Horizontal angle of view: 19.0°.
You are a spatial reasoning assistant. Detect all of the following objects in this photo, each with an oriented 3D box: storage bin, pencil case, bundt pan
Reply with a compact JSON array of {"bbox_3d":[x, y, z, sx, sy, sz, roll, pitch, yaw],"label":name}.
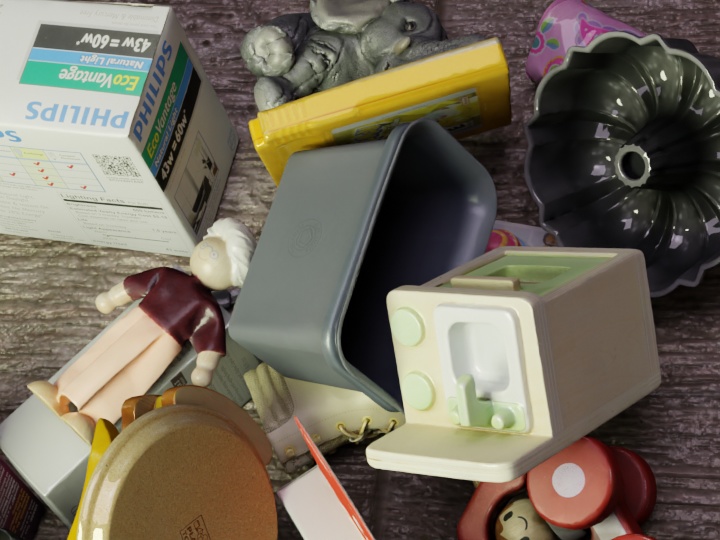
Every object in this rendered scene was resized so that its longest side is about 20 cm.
[{"bbox_3d":[0.000,0.000,1.586,0.134,0.145,0.201,2,65,41],"label":"storage bin"},{"bbox_3d":[0.223,-0.142,1.722,0.200,0.088,0.087,36,75,29],"label":"pencil case"},{"bbox_3d":[0.224,-0.086,1.626,0.201,0.203,0.076,34,32,28],"label":"bundt pan"}]

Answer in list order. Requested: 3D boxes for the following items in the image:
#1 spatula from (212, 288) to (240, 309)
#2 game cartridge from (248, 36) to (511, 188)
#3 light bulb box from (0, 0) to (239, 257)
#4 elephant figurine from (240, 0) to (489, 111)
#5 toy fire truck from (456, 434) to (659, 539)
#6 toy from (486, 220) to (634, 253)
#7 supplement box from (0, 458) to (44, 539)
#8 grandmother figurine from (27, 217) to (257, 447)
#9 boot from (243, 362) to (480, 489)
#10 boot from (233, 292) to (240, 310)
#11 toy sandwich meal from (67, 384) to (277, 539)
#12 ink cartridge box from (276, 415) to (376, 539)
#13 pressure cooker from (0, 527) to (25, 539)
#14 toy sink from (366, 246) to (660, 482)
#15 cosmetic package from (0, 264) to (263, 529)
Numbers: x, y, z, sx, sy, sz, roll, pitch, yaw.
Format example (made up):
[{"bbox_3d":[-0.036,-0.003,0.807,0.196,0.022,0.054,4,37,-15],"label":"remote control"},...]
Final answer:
[{"bbox_3d":[-0.093,0.016,1.750,0.198,0.021,0.057,-19,58,5],"label":"spatula"},{"bbox_3d":[0.019,-0.116,1.657,0.198,0.176,0.033,-19,79,2],"label":"game cartridge"},{"bbox_3d":[-0.228,-0.118,1.754,0.197,0.200,0.126,7,64,17],"label":"light bulb box"},{"bbox_3d":[0.012,-0.178,1.769,0.199,0.141,0.156,-24,73,8],"label":"elephant figurine"},{"bbox_3d":[0.145,0.214,1.527,0.168,0.112,0.201,-36,68,14],"label":"toy fire truck"},{"bbox_3d":[0.107,0.004,1.689,0.198,0.047,0.116,12,64,20],"label":"toy"},{"bbox_3d":[-0.332,0.168,1.623,0.109,0.200,0.086,11,65,20],"label":"supplement box"},{"bbox_3d":[-0.149,0.042,1.602,0.121,0.061,0.200,39,79,18],"label":"grandmother figurine"},{"bbox_3d":[0.013,0.119,1.637,0.155,0.073,0.201,-34,69,2],"label":"boot"},{"bbox_3d":[-0.019,-0.016,1.718,0.199,0.073,0.090,-31,25,-4],"label":"boot"},{"bbox_3d":[-0.138,0.180,1.523,0.070,0.205,0.206,0,58,44],"label":"toy sandwich meal"},{"bbox_3d":[0.003,0.222,1.522,0.043,0.174,0.200,-32,59,-5],"label":"ink cartridge box"},{"bbox_3d":[-0.254,0.307,1.537,0.175,0.200,0.179,-17,36,30],"label":"pressure cooker"},{"bbox_3d":[0.101,0.056,1.505,0.130,0.113,0.199,2,18,41],"label":"toy sink"},{"bbox_3d":[-0.178,0.106,1.670,0.200,0.113,0.081,-45,60,-10],"label":"cosmetic package"}]
